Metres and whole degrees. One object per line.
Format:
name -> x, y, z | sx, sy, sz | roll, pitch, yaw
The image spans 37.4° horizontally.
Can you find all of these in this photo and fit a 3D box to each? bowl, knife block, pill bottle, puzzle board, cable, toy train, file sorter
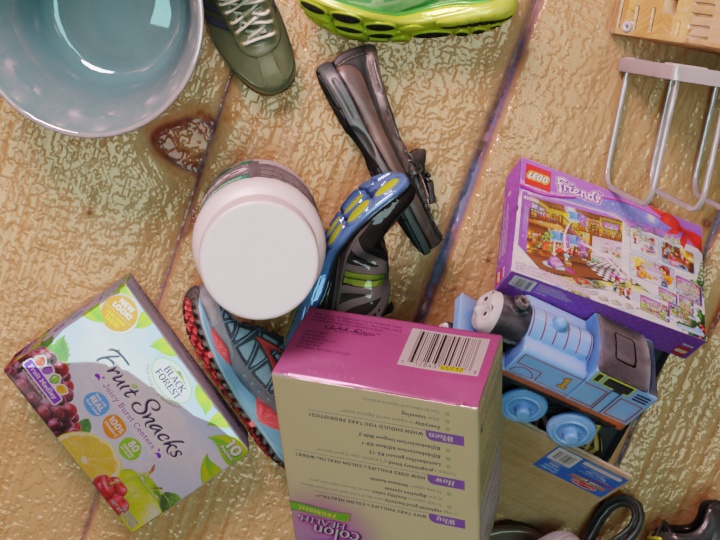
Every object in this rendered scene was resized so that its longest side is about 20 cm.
bowl -> -0.218, -0.220, 0.899 | 0.198, 0.105, 0.203 | 2, 107, 6
knife block -> 0.360, -0.232, 1.000 | 0.199, 0.175, 0.065 | 18, 103, 36
pill bottle -> -0.087, -0.029, 0.917 | 0.112, 0.200, 0.114 | -1, 102, -6
puzzle board -> 0.141, 0.188, 1.042 | 0.199, 0.018, 0.151 | 26, 138, -11
cable -> 0.226, 0.322, 1.112 | 0.050, 0.097, 0.201 | 40, 75, -49
toy train -> 0.165, 0.081, 0.954 | 0.198, 0.087, 0.114 | 25, 133, -13
file sorter -> 0.343, -0.117, 0.976 | 0.198, 0.139, 0.126 | 6, 103, -7

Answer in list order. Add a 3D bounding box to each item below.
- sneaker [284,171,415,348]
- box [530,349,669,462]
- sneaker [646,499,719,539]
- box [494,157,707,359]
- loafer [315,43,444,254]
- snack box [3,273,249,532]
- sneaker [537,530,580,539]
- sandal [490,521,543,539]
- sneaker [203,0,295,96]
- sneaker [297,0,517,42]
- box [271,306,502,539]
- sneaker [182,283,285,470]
sneaker -> 0.000, 0.000, 0.958 | 0.082, 0.071, 0.201 | 22, 111, -11
box -> 0.204, 0.099, 1.056 | 0.158, 0.046, 0.201 | 27, 99, -11
sneaker -> 0.316, 0.311, 1.112 | 0.199, 0.074, 0.085 | -33, 84, 3
box -> 0.226, -0.012, 0.994 | 0.198, 0.138, 0.039 | 20, 143, -10
loafer -> 0.033, -0.112, 0.981 | 0.063, 0.072, 0.201 | -32, 102, -4
snack box -> -0.218, 0.127, 1.013 | 0.142, 0.053, 0.201 | -35, 104, 1
sneaker -> 0.169, 0.360, 1.040 | 0.201, 0.114, 0.075 | -51, 130, 5
sandal -> 0.097, 0.312, 1.086 | 0.198, 0.055, 0.083 | -7, 106, -5
sneaker -> -0.113, -0.243, 0.923 | 0.067, 0.090, 0.202 | -24, 104, -1
sneaker -> 0.040, -0.253, 0.955 | 0.198, 0.074, 0.085 | -4, 85, -7
box -> 0.029, 0.149, 0.924 | 0.174, 0.097, 0.202 | 7, 125, 17
sneaker -> -0.094, 0.088, 1.019 | 0.095, 0.079, 0.201 | -36, 108, -16
